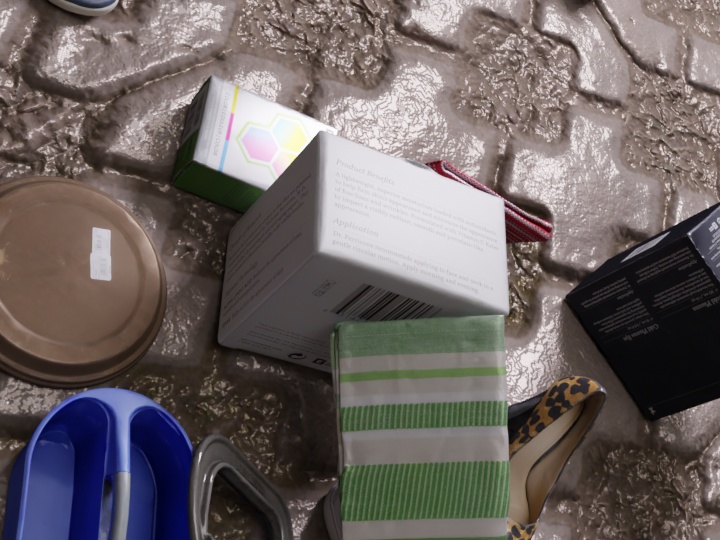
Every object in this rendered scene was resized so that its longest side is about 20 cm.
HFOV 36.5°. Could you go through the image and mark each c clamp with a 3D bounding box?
[{"bbox_3d":[-0.094,0.239,0.909,0.171,0.027,0.200,-79,149,-44],"label":"c clamp"}]

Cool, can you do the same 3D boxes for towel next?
[{"bbox_3d":[0.094,-0.069,1.122,0.145,0.200,0.023,30,80,-19],"label":"towel"},{"bbox_3d":[0.052,0.141,0.943,0.152,0.023,0.200,-2,86,5],"label":"towel"}]

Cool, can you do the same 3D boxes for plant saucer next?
[{"bbox_3d":[-0.260,0.004,0.958,0.200,0.029,0.200,14,62,-28],"label":"plant saucer"}]

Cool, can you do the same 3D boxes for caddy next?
[{"bbox_3d":[-0.203,0.195,0.861,0.141,0.105,0.200,12,64,-27],"label":"caddy"}]

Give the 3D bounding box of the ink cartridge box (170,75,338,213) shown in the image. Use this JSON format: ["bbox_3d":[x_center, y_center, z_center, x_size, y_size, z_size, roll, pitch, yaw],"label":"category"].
[{"bbox_3d":[-0.081,-0.105,1.102,0.200,0.059,0.104,22,59,-24],"label":"ink cartridge box"}]

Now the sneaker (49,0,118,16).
[{"bbox_3d":[-0.303,-0.335,1.043,0.200,0.085,0.075,46,53,-8],"label":"sneaker"}]

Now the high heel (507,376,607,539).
[{"bbox_3d":[0.181,0.201,1.084,0.071,0.143,0.200,28,57,-20],"label":"high heel"}]

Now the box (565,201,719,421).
[{"bbox_3d":[0.372,0.049,1.239,0.104,0.200,0.182,-33,90,-39],"label":"box"}]

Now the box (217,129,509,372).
[{"bbox_3d":[0.000,0.000,1.013,0.199,0.200,0.131,18,55,-25],"label":"box"}]

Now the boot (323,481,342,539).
[{"bbox_3d":[0.034,0.278,0.985,0.074,0.096,0.200,-18,80,-37],"label":"boot"}]
